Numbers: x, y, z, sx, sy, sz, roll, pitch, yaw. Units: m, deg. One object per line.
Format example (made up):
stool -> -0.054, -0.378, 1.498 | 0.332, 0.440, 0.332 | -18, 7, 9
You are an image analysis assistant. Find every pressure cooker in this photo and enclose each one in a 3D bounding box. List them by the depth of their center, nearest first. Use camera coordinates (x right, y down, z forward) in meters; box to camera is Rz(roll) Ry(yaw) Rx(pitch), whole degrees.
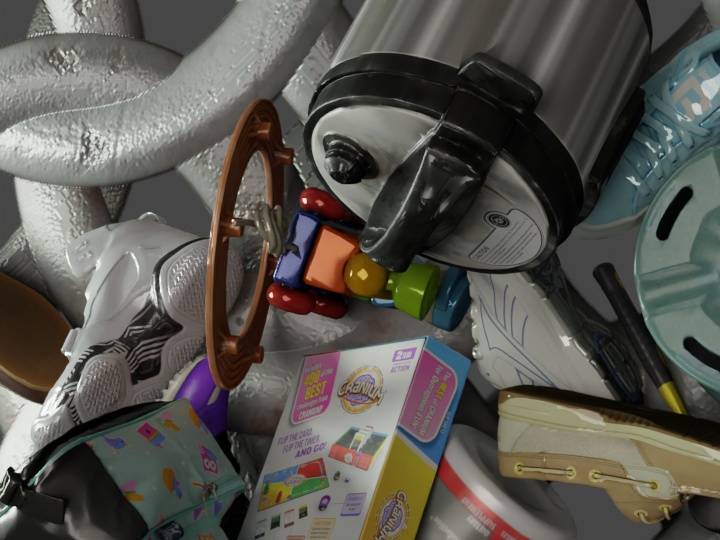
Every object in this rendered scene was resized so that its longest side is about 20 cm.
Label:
pressure cooker -> 0.062, -0.092, 0.988 | 0.178, 0.176, 0.200 | 8, 57, 34

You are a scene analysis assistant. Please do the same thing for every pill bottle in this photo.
pill bottle -> 0.041, 0.212, 1.128 | 0.114, 0.114, 0.200 | 43, 103, 19

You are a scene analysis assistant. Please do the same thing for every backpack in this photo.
backpack -> -0.164, 0.177, 1.106 | 0.153, 0.200, 0.176 | 48, 114, 1

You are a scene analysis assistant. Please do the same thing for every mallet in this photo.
mallet -> 0.208, 0.085, 1.112 | 0.041, 0.066, 0.200 | -32, 61, 17

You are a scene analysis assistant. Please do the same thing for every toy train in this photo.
toy train -> 0.000, 0.000, 1.115 | 0.115, 0.200, 0.085 | 20, 92, 18

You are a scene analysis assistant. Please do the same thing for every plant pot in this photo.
plant pot -> 0.258, 0.003, 1.005 | 0.200, 0.196, 0.201 | -1, 86, 22

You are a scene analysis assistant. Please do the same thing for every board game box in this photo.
board game box -> -0.015, 0.147, 1.117 | 0.153, 0.040, 0.200 | -12, 53, 54

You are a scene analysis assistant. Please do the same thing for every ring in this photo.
ring -> -0.072, -0.017, 1.148 | 0.019, 0.200, 0.201 | 7, 90, 9

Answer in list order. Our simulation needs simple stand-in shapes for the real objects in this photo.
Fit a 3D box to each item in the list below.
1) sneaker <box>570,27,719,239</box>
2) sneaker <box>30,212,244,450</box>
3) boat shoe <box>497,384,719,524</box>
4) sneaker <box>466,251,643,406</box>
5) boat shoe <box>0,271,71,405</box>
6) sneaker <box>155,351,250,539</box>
sneaker -> 0.198, -0.101, 1.056 | 0.200, 0.082, 0.074 | -41, 76, -13
sneaker -> -0.183, 0.043, 1.234 | 0.115, 0.075, 0.200 | 31, 76, 41
boat shoe -> 0.176, 0.122, 1.044 | 0.200, 0.074, 0.067 | 13, 98, 32
sneaker -> 0.104, 0.033, 1.118 | 0.087, 0.074, 0.200 | -32, 91, 27
boat shoe -> -0.292, 0.039, 1.313 | 0.200, 0.070, 0.070 | 42, 141, 23
sneaker -> -0.110, 0.162, 1.227 | 0.099, 0.070, 0.201 | 20, 99, 16
